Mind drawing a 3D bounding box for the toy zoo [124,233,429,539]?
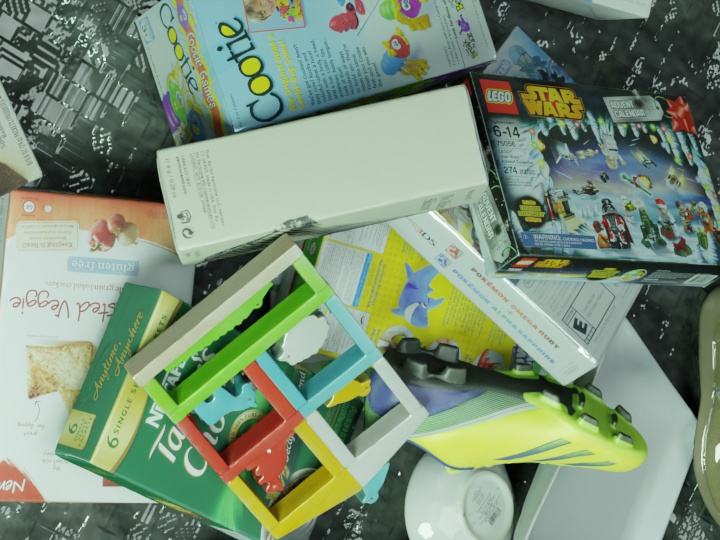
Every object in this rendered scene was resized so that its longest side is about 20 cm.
[{"bbox_3d":[-0.042,0.086,1.312,0.131,0.020,0.200,-39,124,-3],"label":"toy zoo"}]

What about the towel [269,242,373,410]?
[{"bbox_3d":[0.000,0.000,1.457,0.149,0.031,0.200,-3,99,-26],"label":"towel"}]

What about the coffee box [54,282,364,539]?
[{"bbox_3d":[-0.095,0.102,1.344,0.200,0.044,0.123,33,74,-40],"label":"coffee box"}]

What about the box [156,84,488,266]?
[{"bbox_3d":[-0.025,-0.059,1.304,0.200,0.082,0.068,-12,84,-2],"label":"box"}]

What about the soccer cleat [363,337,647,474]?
[{"bbox_3d":[0.097,0.107,1.408,0.200,0.065,0.084,16,113,-11],"label":"soccer cleat"}]

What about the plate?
[{"bbox_3d":[0.178,0.159,1.518,0.200,0.032,0.200,48,60,-50],"label":"plate"}]

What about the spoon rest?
[{"bbox_3d":[0.096,0.139,1.484,0.200,0.061,0.099,-49,114,-32],"label":"spoon rest"}]

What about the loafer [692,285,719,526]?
[{"bbox_3d":[0.302,0.111,1.594,0.076,0.067,0.200,-15,102,-45],"label":"loafer"}]

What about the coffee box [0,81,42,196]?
[{"bbox_3d":[-0.312,-0.065,1.249,0.200,0.080,0.113,-30,109,-23],"label":"coffee box"}]

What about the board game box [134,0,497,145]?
[{"bbox_3d":[-0.030,-0.154,1.370,0.200,0.103,0.105,-18,90,-26],"label":"board game box"}]

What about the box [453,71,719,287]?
[{"bbox_3d":[0.158,-0.060,1.410,0.200,0.040,0.137,2,64,-35],"label":"box"}]

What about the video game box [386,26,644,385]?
[{"bbox_3d":[0.124,-0.048,1.436,0.182,0.047,0.200,44,48,-9],"label":"video game box"}]

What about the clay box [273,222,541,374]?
[{"bbox_3d":[0.044,0.018,1.438,0.200,0.048,0.115,17,91,-29],"label":"clay box"}]

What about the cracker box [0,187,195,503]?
[{"bbox_3d":[-0.183,0.050,1.341,0.134,0.058,0.200,4,94,-30],"label":"cracker box"}]

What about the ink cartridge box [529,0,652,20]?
[{"bbox_3d":[0.164,-0.291,1.490,0.116,0.067,0.200,11,90,-28],"label":"ink cartridge box"}]
